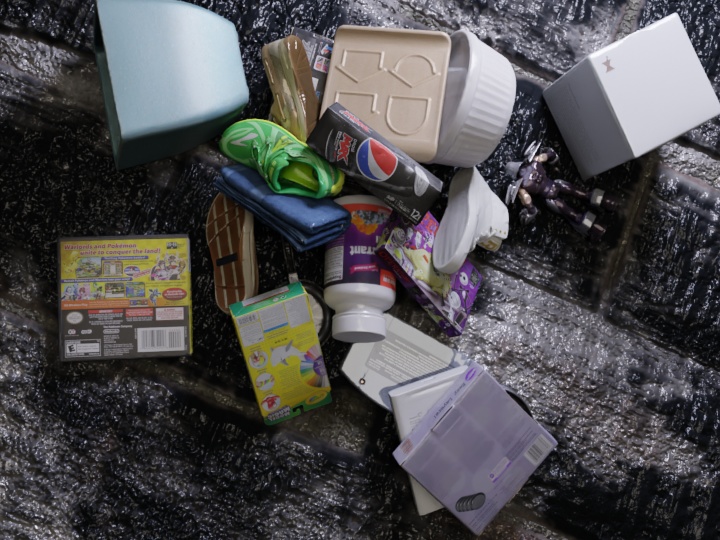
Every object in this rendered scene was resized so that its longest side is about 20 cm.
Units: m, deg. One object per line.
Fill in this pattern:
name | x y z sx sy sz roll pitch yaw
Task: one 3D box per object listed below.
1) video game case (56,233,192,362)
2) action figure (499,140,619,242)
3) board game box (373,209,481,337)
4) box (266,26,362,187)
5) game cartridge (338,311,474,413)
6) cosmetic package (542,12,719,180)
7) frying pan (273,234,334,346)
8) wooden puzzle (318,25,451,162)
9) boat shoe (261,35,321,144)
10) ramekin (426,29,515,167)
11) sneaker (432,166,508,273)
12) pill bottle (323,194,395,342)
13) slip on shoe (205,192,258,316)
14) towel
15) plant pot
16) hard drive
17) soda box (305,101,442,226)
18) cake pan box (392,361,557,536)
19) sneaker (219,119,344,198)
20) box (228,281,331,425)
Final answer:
video game case | -0.352 0.040 1.349 0.195 0.025 0.186 -2 86 -8
action figure | 0.310 -0.123 1.450 0.197 0.069 0.132 28 89 -2
board game box | 0.106 -0.009 1.362 0.200 0.032 0.122 47 46 -27
box | -0.042 -0.252 1.409 0.194 0.050 0.205 16 83 -8
game cartridge | 0.071 0.157 1.403 0.197 0.040 0.135 29 78 -6
cosmetic package | 0.416 -0.264 1.407 0.165 0.200 0.169 -26 90 -9
frying pan | -0.087 0.035 1.392 0.112 0.031 0.195 12 86 -9
wooden puzzle | 0.037 -0.262 1.350 0.181 0.046 0.205 6 75 10
boat shoe | -0.099 -0.243 1.349 0.063 0.071 0.205 -9 96 26
ramekin | 0.158 -0.252 1.373 0.092 0.202 0.207 15 83 -18
sneaker | 0.179 -0.055 1.380 0.115 0.073 0.203 41 50 -27
pill bottle | 0.000 0.000 1.349 0.109 0.112 0.205 4 75 -9
slip on shoe | -0.186 -0.027 1.366 0.074 0.061 0.205 -15 69 16
towel | -0.113 -0.100 1.316 0.198 0.049 0.111 33 35 30
plant pot | -0.272 -0.277 1.308 0.195 0.195 0.201 -11 87 -18
hard drive | 0.126 0.260 1.378 0.129 0.027 0.205 -17 105 -10
soda box | 0.022 -0.152 1.279 0.198 0.071 0.064 36 108 -3
cake pan box | 0.175 0.265 1.352 0.184 0.052 0.201 42 90 -21
sneaker | -0.118 -0.160 1.291 0.196 0.084 0.076 22 116 13
box | -0.114 0.128 1.336 0.115 0.048 0.204 -18 117 -11
